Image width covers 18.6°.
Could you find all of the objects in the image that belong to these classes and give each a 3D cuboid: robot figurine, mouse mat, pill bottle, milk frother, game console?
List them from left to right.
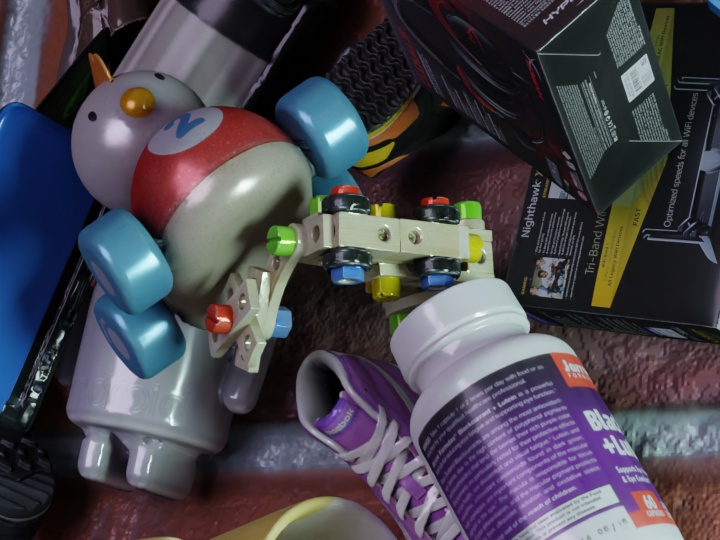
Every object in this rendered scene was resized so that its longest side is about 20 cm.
[{"bbox_3d":[-0.245,-0.004,1.496,0.201,0.118,0.171,-67,21,-5],"label":"game console"},{"bbox_3d":[-0.225,-0.060,1.551,0.007,0.161,0.200,21,47,10],"label":"mouse mat"},{"bbox_3d":[-0.134,0.053,1.508,0.169,0.113,0.201,6,78,24],"label":"robot figurine"},{"bbox_3d":[-0.107,-0.153,1.501,0.180,0.200,0.189,40,101,42],"label":"milk frother"},{"bbox_3d":[0.097,0.108,1.289,0.111,0.111,0.201,-39,63,21],"label":"pill bottle"}]

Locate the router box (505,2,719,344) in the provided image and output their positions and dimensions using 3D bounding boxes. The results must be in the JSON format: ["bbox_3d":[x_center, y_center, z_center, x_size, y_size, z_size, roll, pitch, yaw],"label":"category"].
[{"bbox_3d":[0.181,-0.061,1.337,0.157,0.052,0.201,7,79,40],"label":"router box"}]

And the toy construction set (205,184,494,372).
[{"bbox_3d":[0.000,0.000,1.354,0.131,0.199,0.093,-25,78,59],"label":"toy construction set"}]

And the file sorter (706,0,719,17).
[{"bbox_3d":[0.296,-0.206,1.215,0.200,0.123,0.139,-40,54,-2],"label":"file sorter"}]

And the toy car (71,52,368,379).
[{"bbox_3d":[-0.125,-0.073,1.401,0.184,0.177,0.200,-36,68,-16],"label":"toy car"}]

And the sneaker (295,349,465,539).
[{"bbox_3d":[0.024,0.127,1.358,0.073,0.114,0.201,-49,52,12],"label":"sneaker"}]

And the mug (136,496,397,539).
[{"bbox_3d":[-0.073,0.210,1.376,0.153,0.187,0.149,-15,22,44],"label":"mug"}]

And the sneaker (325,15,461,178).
[{"bbox_3d":[0.058,-0.141,1.456,0.200,0.090,0.070,-40,64,-11],"label":"sneaker"}]

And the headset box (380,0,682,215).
[{"bbox_3d":[0.084,-0.146,1.301,0.075,0.149,0.200,-40,50,-11],"label":"headset box"}]

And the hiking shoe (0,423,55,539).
[{"bbox_3d":[-0.272,0.124,1.619,0.201,0.074,0.087,-104,27,-45],"label":"hiking shoe"}]

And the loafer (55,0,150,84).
[{"bbox_3d":[-0.179,-0.192,1.667,0.071,0.073,0.201,1,85,35],"label":"loafer"}]
